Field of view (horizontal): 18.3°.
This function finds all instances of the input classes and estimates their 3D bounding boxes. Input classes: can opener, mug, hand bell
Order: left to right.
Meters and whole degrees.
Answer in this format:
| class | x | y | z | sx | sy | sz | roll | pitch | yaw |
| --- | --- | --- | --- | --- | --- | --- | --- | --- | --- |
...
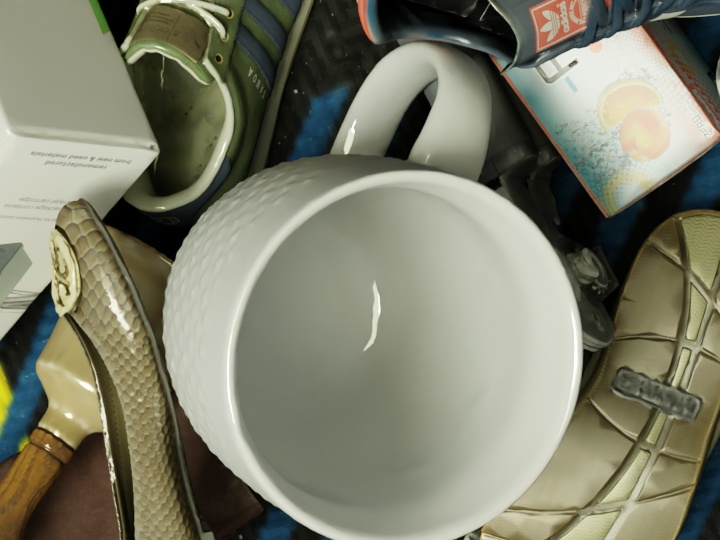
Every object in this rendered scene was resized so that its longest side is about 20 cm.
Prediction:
| class | x | y | z | sx | sy | sz | roll | pitch | yaw |
| --- | --- | --- | --- | --- | --- | --- | --- | --- | --- |
| hand bell | -0.145 | 0.087 | 1.019 | 0.104 | 0.104 | 0.200 | 30 | 74 | 11 |
| mug | 0.000 | 0.000 | 0.928 | 0.147 | 0.175 | 0.200 | 21 | 90 | -20 |
| can opener | 0.050 | -0.045 | 0.979 | 0.067 | 0.053 | 0.200 | -33 | 75 | 24 |

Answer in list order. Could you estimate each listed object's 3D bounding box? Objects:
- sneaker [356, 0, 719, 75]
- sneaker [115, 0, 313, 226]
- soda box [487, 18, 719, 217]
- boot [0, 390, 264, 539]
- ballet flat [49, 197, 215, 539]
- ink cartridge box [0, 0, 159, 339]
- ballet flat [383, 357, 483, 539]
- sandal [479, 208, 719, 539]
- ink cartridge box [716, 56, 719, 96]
| class | x | y | z | sx | sy | sz | roll | pitch | yaw |
| --- | --- | --- | --- | --- | --- | --- | --- | --- | --- |
| sneaker | 0.092 | -0.113 | 0.871 | 0.199 | 0.085 | 0.075 | -3 | 126 | 19 |
| sneaker | -0.068 | -0.113 | 1.007 | 0.067 | 0.090 | 0.201 | 15 | 106 | 17 |
| soda box | 0.079 | -0.124 | 0.964 | 0.064 | 0.068 | 0.200 | -36 | 88 | 22 |
| boot | -0.117 | 0.150 | 1.029 | 0.166 | 0.072 | 0.200 | -32 | 51 | -1 |
| ballet flat | -0.103 | 0.067 | 0.965 | 0.046 | 0.067 | 0.200 | -18 | 109 | -10 |
| ink cartridge box | -0.197 | -0.053 | 1.023 | 0.200 | 0.084 | 0.146 | -45 | 57 | 35 |
| ballet flat | 0.034 | 0.096 | 1.029 | 0.073 | 0.073 | 0.201 | 1 | 102 | 19 |
| sandal | 0.123 | 0.066 | 1.004 | 0.080 | 0.054 | 0.200 | 26 | 94 | 6 |
| ink cartridge box | 0.242 | -0.015 | 0.901 | 0.146 | 0.086 | 0.200 | -13 | 108 | 21 |
